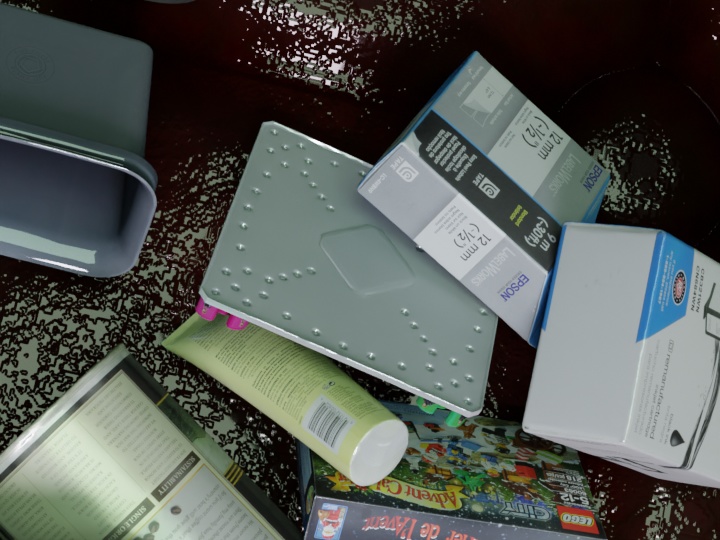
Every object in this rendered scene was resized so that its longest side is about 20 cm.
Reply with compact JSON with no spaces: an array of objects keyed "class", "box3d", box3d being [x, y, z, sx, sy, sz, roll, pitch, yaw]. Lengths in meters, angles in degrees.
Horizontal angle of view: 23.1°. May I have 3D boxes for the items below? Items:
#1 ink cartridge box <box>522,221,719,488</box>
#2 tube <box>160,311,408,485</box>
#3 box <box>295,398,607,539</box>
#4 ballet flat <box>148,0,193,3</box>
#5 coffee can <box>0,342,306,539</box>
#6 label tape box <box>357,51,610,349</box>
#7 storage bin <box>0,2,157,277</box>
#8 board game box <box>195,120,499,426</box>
[{"class":"ink cartridge box","box3d":[0.208,0.063,1.218,0.200,0.084,0.146,22,76,-50]},{"class":"tube","box3d":[-0.049,0.072,1.194,0.058,0.200,0.052,-9,123,-44]},{"class":"box","box3d":[0.058,0.145,1.207,0.200,0.137,0.038,10,115,-11]},{"class":"ballet flat","box3d":[-0.195,-0.251,1.240,0.200,0.068,0.068,27,76,-8]},{"class":"coffee can","box3d":[-0.140,0.168,1.154,0.146,0.146,0.200,-44,93,-14]},{"class":"label tape box","box3d":[0.113,-0.042,1.244,0.200,0.066,0.143,40,41,-2]},{"class":"storage bin","box3d":[-0.232,-0.095,1.187,0.200,0.146,0.134,15,53,-10]},{"class":"board game box","box3d":[0.000,0.000,1.212,0.200,0.026,0.200,24,40,-8]}]
